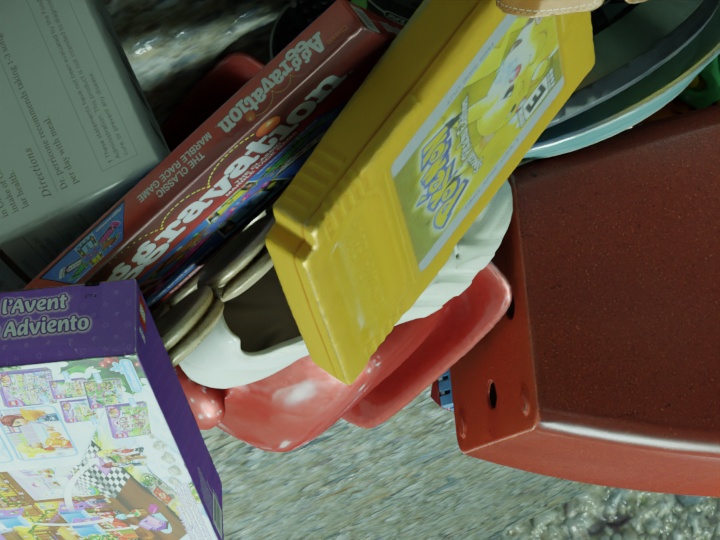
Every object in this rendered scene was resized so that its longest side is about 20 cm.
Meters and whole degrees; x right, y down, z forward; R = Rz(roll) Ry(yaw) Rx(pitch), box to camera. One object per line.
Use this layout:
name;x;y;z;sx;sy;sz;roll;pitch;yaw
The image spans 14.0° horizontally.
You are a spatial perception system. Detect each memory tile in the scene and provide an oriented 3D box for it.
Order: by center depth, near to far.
memory tile;-0.056;-0.013;1.358;0.200;0.017;0.153;-48;-168;-25

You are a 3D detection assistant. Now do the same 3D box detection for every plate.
plate;0.114;-0.102;1.537;0.200;0.026;0.200;-22;-158;9

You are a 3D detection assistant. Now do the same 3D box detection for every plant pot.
plant pot;0.146;0.019;1.566;0.176;0.201;0.200;-2;171;-17

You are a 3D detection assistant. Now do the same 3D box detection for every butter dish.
butter dish;-0.057;0.022;1.522;0.148;0.199;0.200;-51;-176;-35

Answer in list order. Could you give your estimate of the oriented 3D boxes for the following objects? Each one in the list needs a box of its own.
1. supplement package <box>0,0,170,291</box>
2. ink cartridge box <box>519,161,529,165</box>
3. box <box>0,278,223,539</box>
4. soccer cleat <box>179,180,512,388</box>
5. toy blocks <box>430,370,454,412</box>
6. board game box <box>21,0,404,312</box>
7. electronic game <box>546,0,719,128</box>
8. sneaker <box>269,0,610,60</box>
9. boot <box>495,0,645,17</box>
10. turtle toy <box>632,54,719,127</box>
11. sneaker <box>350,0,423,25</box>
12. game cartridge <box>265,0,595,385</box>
supplement package;-0.189;-0.039;1.293;0.199;0.117;0.117;-25;167;0
ink cartridge box;-0.013;-0.033;1.686;0.200;0.084;0.144;-30;165;22
box;-0.143;0.073;1.269;0.136;0.039;0.200;-6;150;5
soccer cleat;0.000;0.000;1.413;0.200;0.069;0.078;-28;178;-24
toy blocks;0.067;0.004;1.780;0.136;0.201;0.100;-18;158;27
board game box;-0.061;-0.038;1.264;0.200;0.019;0.103;-42;165;12
electronic game;0.090;-0.111;1.494;0.199;0.042;0.200;-24;-160;9
sneaker;0.047;-0.141;1.456;0.199;0.074;0.080;-20;-179;-3
boot;0.136;-0.191;1.218;0.199;0.155;0.074;-10;-155;-17
turtle toy;0.217;-0.126;1.694;0.146;0.101;0.200;-33;164;30
sneaker;0.086;-0.168;1.372;0.200;0.077;0.084;-33;155;-5
game cartridge;0.035;-0.058;1.302;0.200;0.032;0.176;-55;162;-13
